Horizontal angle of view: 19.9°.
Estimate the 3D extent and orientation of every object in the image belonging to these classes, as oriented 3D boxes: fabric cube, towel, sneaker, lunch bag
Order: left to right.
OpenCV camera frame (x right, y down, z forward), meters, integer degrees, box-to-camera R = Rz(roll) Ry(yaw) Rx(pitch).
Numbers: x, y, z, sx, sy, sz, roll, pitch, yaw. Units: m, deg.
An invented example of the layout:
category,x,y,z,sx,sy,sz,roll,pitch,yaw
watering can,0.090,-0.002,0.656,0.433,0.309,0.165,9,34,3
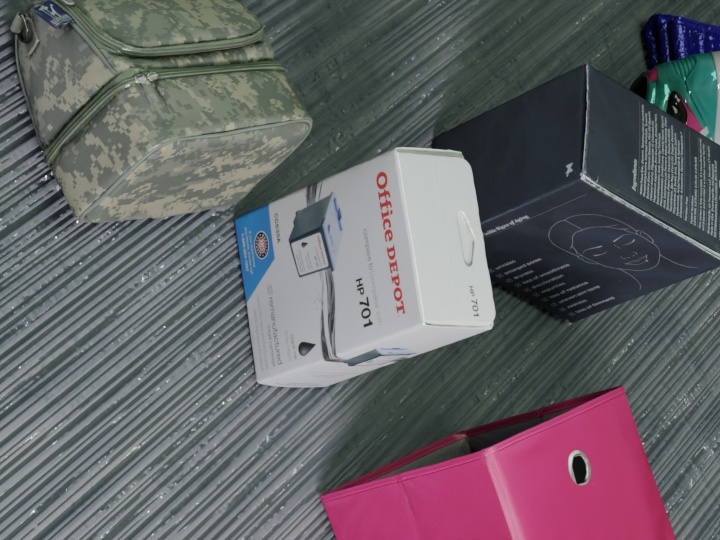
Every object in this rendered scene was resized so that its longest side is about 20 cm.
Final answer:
category,x,y,z,sx,sy,sz,roll,pitch,yaw
lunch bag,-0.161,-0.142,1.598,0.200,0.139,0.168,-12,67,-45
fabric cube,0.124,0.231,1.674,0.196,0.200,0.200,-17,87,-46
sneaker,0.309,-0.124,2.067,0.084,0.120,0.201,-95,-177,-62
towel,0.390,-0.199,2.191,0.199,0.049,0.148,2,73,-43

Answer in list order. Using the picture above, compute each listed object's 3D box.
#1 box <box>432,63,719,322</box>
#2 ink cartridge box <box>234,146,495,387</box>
category,x,y,z,sx,sy,sz,roll,pitch,yaw
box,0.197,-0.065,1.852,0.196,0.200,0.124,25,57,-35
ink cartridge box,0.000,0.000,1.642,0.086,0.200,0.147,3,72,-42
